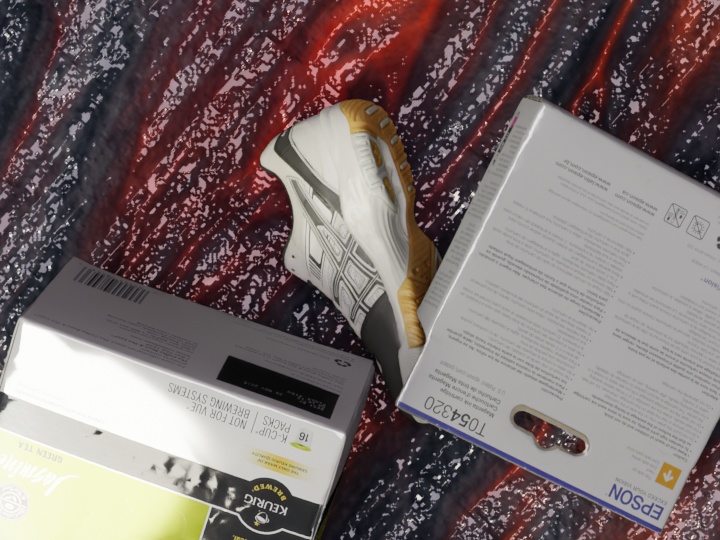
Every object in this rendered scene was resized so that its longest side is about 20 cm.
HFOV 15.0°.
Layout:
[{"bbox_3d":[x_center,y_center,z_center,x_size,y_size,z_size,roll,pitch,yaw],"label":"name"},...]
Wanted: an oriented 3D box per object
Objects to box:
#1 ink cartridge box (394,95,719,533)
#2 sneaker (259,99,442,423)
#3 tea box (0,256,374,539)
[{"bbox_3d":[0.139,0.027,1.632,0.196,0.043,0.201,27,92,-19],"label":"ink cartridge box"},{"bbox_3d":[0.000,0.000,1.662,0.087,0.076,0.201,-17,90,23],"label":"sneaker"},{"bbox_3d":[-0.118,0.127,1.607,0.199,0.134,0.197,20,107,2],"label":"tea box"}]
